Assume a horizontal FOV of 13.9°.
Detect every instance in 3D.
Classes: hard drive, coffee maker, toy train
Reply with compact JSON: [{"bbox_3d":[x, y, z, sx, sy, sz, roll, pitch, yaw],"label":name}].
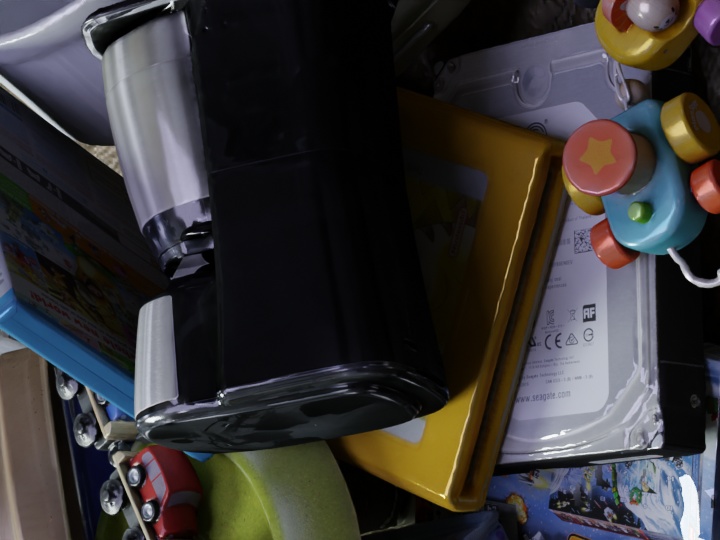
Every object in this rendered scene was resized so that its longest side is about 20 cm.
[{"bbox_3d":[0.093,-0.010,1.358,0.140,0.038,0.200,-9,76,45],"label":"hard drive"},{"bbox_3d":[-0.023,-0.032,1.310,0.192,0.135,0.200,-22,71,38],"label":"coffee maker"},{"bbox_3d":[-0.097,0.106,1.389,0.046,0.034,0.200,-46,55,33],"label":"toy train"},{"bbox_3d":[0.151,-0.087,1.252,0.150,0.056,0.200,19,95,40],"label":"toy train"}]

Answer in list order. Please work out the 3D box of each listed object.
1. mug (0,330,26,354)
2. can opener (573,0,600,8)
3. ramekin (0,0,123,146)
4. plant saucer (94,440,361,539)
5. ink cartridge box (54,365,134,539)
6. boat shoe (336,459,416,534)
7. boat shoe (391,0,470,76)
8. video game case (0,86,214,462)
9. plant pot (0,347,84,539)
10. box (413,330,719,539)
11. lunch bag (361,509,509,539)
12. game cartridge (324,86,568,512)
[{"bbox_3d":[-0.246,0.105,1.759,0.175,0.147,0.200,-51,29,40],"label":"mug"},{"bbox_3d":[0.140,-0.199,1.305,0.200,0.053,0.067,-45,33,45],"label":"can opener"},{"bbox_3d":[-0.112,-0.158,1.490,0.200,0.201,0.098,3,145,49],"label":"ramekin"},{"bbox_3d":[-0.073,0.152,1.408,0.200,0.031,0.200,-2,87,49],"label":"plant saucer"},{"bbox_3d":[-0.131,0.124,1.613,0.200,0.041,0.200,-150,50,-86],"label":"ink cartridge box"},{"bbox_3d":[-0.048,0.117,1.578,0.202,0.060,0.072,-9,92,50],"label":"boat shoe"},{"bbox_3d":[0.048,-0.167,1.399,0.200,0.062,0.072,-40,36,31],"label":"boat shoe"},{"bbox_3d":[-0.137,-0.009,1.405,0.018,0.143,0.200,-40,40,15],"label":"video game case"},{"bbox_3d":[-0.187,0.144,1.506,0.201,0.093,0.201,170,90,-85],"label":"plant pot"},{"bbox_3d":[0.107,0.084,1.406,0.200,0.040,0.137,17,110,46],"label":"box"},{"bbox_3d":[0.013,0.221,1.460,0.200,0.127,0.170,-20,103,44],"label":"lunch bag"},{"bbox_3d":[0.000,0.000,1.393,0.200,0.032,0.177,20,99,40],"label":"game cartridge"}]
